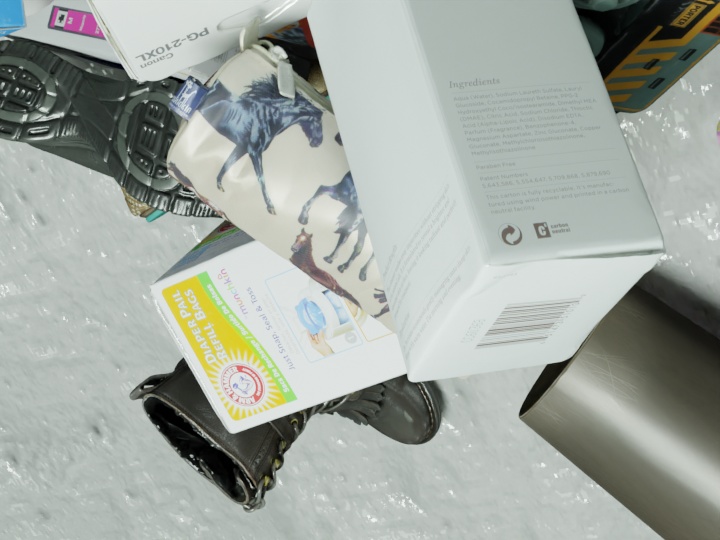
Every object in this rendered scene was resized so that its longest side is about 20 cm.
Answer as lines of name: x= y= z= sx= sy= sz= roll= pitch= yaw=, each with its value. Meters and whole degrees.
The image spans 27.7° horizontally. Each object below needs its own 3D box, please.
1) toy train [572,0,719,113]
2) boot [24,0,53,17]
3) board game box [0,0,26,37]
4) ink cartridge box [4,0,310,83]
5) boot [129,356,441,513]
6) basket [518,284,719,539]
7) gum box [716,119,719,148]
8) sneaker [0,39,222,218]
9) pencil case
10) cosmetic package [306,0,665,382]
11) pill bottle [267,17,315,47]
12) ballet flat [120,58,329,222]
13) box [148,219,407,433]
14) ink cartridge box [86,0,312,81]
toy train: x=0.124 y=-0.128 z=0.689 sx=0.114 sy=0.085 sz=0.200 roll=9 pitch=158 yaw=-14
boot: x=-0.247 y=-0.199 z=0.863 sx=0.200 sy=0.073 sz=0.090 roll=28 pitch=142 yaw=53
board game box: x=-0.253 y=-0.211 z=0.777 sx=0.196 sy=0.056 sz=0.200 roll=-1 pitch=97 yaw=55
ink cartridge box: x=-0.134 y=-0.137 z=0.882 sx=0.200 sy=0.095 sz=0.037 roll=14 pitch=92 yaw=38
boot: x=-0.048 y=0.100 z=0.993 sx=0.200 sy=0.174 sz=0.069 roll=37 pitch=130 yaw=-8
basket: x=0.212 y=0.107 z=0.919 sx=0.200 sy=0.180 sz=0.136 roll=36 pitch=91 yaw=2
gum box: x=0.285 y=-0.029 z=0.833 sx=0.113 sy=0.066 sz=0.200 roll=-11 pitch=120 yaw=26
sneaker: x=-0.141 y=-0.087 z=0.902 sx=0.200 sy=0.091 sz=0.076 roll=25 pitch=92 yaw=15
pencil case: x=0.001 y=-0.031 z=0.704 sx=0.200 sy=0.078 sz=0.090 roll=35 pitch=131 yaw=7
cosmetic package: x=0.044 y=-0.067 z=0.624 sx=0.081 sy=0.200 sz=0.113 roll=-5 pitch=155 yaw=-18
pill bottle: x=-0.085 y=-0.197 z=0.826 sx=0.200 sy=0.111 sz=0.112 roll=15 pitch=129 yaw=12
ballet flat: x=-0.092 y=-0.098 z=0.937 sx=0.200 sy=0.071 sz=0.065 roll=-30 pitch=96 yaw=32
box: x=0.000 y=0.000 z=0.827 sx=0.200 sy=0.113 sz=0.101 roll=-22 pitch=104 yaw=27
ink cartridge box: x=-0.088 y=-0.216 z=0.726 sx=0.145 sy=0.200 sz=0.084 roll=-23 pitch=158 yaw=0
